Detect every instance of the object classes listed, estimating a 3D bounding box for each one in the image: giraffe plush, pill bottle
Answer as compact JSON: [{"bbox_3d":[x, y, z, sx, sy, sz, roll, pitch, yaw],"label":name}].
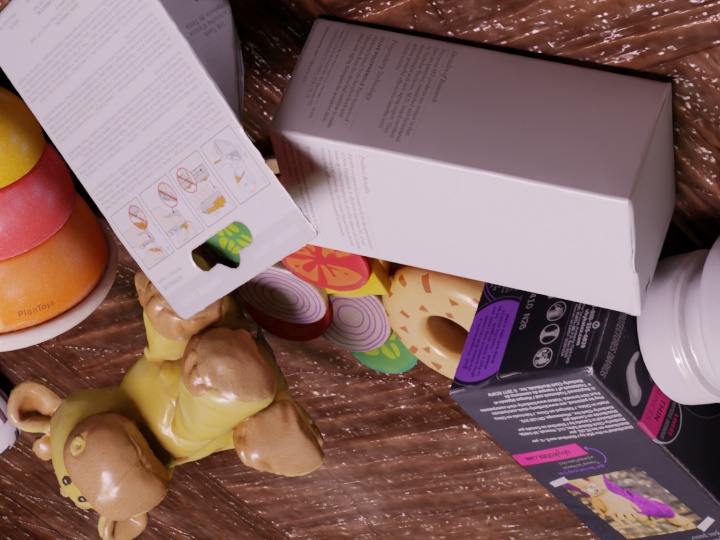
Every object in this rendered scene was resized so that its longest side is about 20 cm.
[{"bbox_3d":[-0.129,0.090,1.394,0.173,0.161,0.200,58,180,7],"label":"giraffe plush"},{"bbox_3d":[0.246,0.019,1.151,0.199,0.112,0.111,-11,137,43],"label":"pill bottle"}]

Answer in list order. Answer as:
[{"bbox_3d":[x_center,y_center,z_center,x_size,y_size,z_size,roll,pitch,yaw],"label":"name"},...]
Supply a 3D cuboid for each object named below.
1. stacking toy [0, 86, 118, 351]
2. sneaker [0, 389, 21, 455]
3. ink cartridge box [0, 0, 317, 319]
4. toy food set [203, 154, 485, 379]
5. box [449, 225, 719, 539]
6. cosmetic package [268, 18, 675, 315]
[{"bbox_3d":[-0.230,-0.065,1.350,0.145,0.146,0.201,10,129,19],"label":"stacking toy"},{"bbox_3d":[-0.360,0.084,1.698,0.198,0.076,0.116,-1,139,17],"label":"sneaker"},{"bbox_3d":[-0.105,-0.087,1.201,0.201,0.050,0.162,53,144,-5],"label":"ink cartridge box"},{"bbox_3d":[0.000,0.000,1.342,0.197,0.049,0.200,0,143,33],"label":"toy food set"},{"bbox_3d":[0.161,0.071,1.277,0.106,0.123,0.200,-11,137,42],"label":"box"},{"bbox_3d":[0.062,-0.054,1.181,0.198,0.085,0.108,12,148,16],"label":"cosmetic package"}]
